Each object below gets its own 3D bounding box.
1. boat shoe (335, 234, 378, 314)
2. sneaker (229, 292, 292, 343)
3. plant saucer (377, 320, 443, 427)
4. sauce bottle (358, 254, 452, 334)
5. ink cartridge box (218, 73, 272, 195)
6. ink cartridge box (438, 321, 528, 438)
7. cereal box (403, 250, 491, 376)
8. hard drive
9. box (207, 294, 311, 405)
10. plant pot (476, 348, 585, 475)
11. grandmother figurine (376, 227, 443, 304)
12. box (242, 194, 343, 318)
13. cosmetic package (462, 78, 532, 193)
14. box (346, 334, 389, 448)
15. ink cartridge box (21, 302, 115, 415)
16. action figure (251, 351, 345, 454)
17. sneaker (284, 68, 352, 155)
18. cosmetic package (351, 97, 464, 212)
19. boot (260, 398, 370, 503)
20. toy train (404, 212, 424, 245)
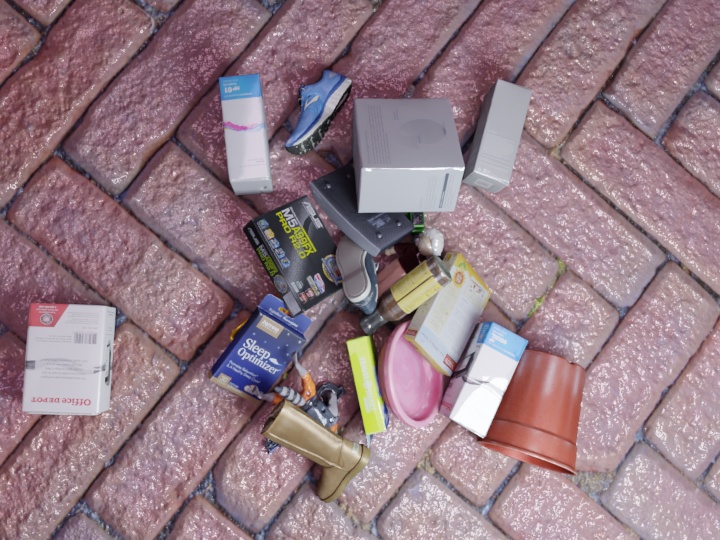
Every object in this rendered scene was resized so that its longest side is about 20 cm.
[{"bbox_3d":[0.000,0.000,1.384,0.074,0.202,0.062,-27,129,10],"label":"boat shoe"},{"bbox_3d":[-0.172,0.094,1.404,0.199,0.077,0.073,-43,88,-9],"label":"sneaker"},{"bbox_3d":[0.095,0.202,1.385,0.050,0.199,0.206,-9,85,35],"label":"plant saucer"},{"bbox_3d":[0.082,0.050,1.355,0.198,0.065,0.065,-36,88,18],"label":"sauce bottle"},{"bbox_3d":[-0.224,-0.261,1.394,0.082,0.145,0.206,-7,86,-6],"label":"ink cartridge box"},{"bbox_3d":[0.236,0.211,1.396,0.083,0.145,0.203,26,83,-1],"label":"ink cartridge box"},{"bbox_3d":[0.175,0.086,1.401,0.144,0.039,0.202,46,67,-37],"label":"cereal box"},{"bbox_3d":[0.001,-0.119,1.408,0.200,0.043,0.134,44,46,16],"label":"hard drive"},{"bbox_3d":[-0.190,0.154,1.369,0.120,0.032,0.201,33,98,-30],"label":"box"},{"bbox_3d":[0.347,0.271,1.388,0.196,0.201,0.199,20,75,-3],"label":"plant pot"},{"bbox_3d":[0.091,-0.004,1.400,0.200,0.060,0.122,-45,79,20],"label":"grandmother figurine"},{"bbox_3d":[-0.119,-0.031,1.393,0.159,0.044,0.203,-29,88,-43],"label":"box"},{"bbox_3d":[0.281,-0.275,1.462,0.088,0.107,0.205,19,86,-3],"label":"cosmetic package"},{"bbox_3d":[0.018,0.230,1.384,0.046,0.122,0.205,-12,86,5],"label":"box"},{"bbox_3d":[-0.556,0.168,1.359,0.143,0.083,0.206,3,84,-4],"label":"ink cartridge box"},{"bbox_3d":[-0.122,0.283,1.372,0.200,0.105,0.194,-45,110,-3],"label":"action figure"},{"bbox_3d":[-0.100,-0.327,1.453,0.088,0.079,0.202,31,75,5],"label":"sneaker"},{"bbox_3d":[0.085,-0.227,1.391,0.194,0.124,0.203,0,52,-6],"label":"cosmetic package"},{"bbox_3d":[-0.102,0.343,1.345,0.197,0.067,0.176,30,118,-15],"label":"boot"},{"bbox_3d":[0.117,-0.039,1.451,0.041,0.056,0.206,-2,85,-5],"label":"toy train"}]
